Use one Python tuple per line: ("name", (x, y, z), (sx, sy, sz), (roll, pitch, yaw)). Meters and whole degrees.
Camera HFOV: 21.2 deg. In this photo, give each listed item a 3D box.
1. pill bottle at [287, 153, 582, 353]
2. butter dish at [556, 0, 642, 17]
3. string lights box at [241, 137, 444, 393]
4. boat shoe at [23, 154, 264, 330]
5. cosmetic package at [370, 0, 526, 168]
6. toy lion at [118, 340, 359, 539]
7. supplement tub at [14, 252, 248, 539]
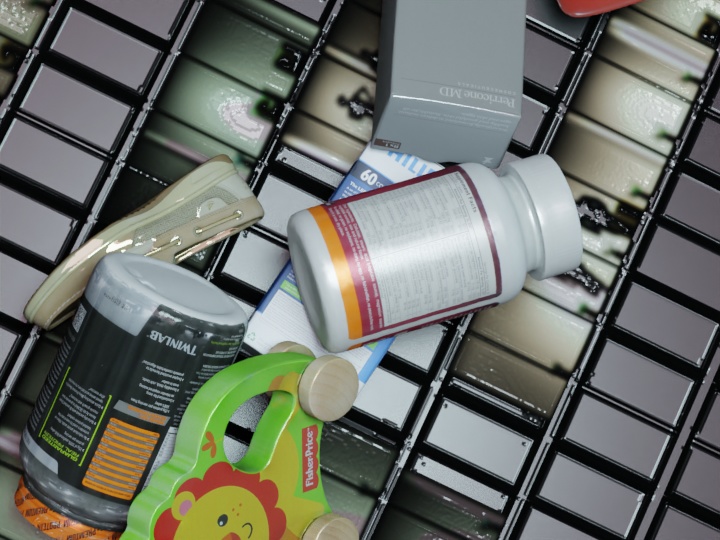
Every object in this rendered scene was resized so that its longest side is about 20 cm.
("pill bottle", (0.055, -0.017, 1.420), (0.200, 0.110, 0.110), (-17, 86, -11))
("butter dish", (0.245, -0.317, 1.527), (0.200, 0.148, 0.200), (-16, 87, 33))
("string lights box", (0.000, 0.000, 1.496), (0.103, 0.059, 0.200), (34, 81, -2))
("boat shoe", (-0.165, -0.009, 1.474), (0.200, 0.072, 0.065), (-36, 87, -15))
("cosmetic package", (0.070, -0.187, 1.485), (0.107, 0.090, 0.200), (7, 60, -8))
("toy lion", (-0.092, 0.166, 1.388), (0.191, 0.069, 0.201), (-13, 111, -40))
("supplement tub", (-0.173, 0.098, 1.414), (0.122, 0.123, 0.200), (25, 102, -3))
